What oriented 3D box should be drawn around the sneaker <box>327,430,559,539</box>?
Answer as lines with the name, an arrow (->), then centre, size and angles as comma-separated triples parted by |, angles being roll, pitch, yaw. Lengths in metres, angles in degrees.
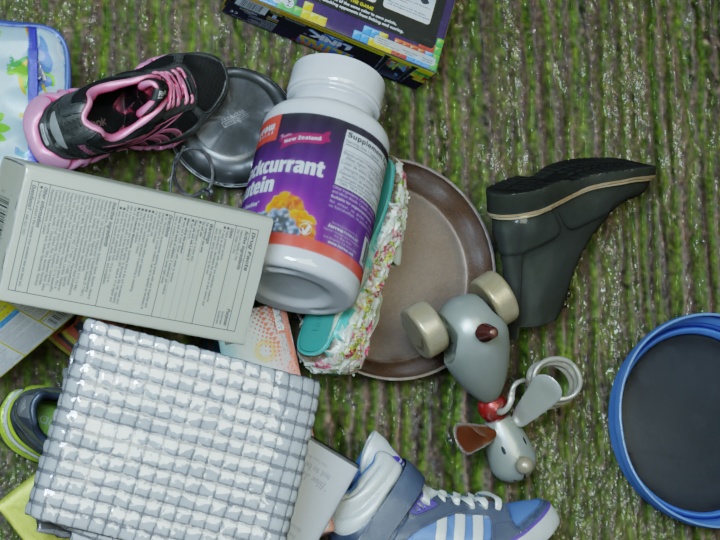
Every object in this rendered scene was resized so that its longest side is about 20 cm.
sneaker -> 0.064, 0.197, 1.415 | 0.199, 0.081, 0.147 | -23, 93, -16

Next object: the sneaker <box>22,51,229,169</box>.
sneaker -> -0.174, -0.137, 1.334 | 0.200, 0.095, 0.079 | -28, 96, -40

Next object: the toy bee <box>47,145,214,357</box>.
toy bee -> -0.181, -0.012, 1.334 | 0.130, 0.109, 0.201 | 19, 92, -29

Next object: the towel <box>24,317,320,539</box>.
towel -> -0.143, 0.138, 1.249 | 0.199, 0.086, 0.167 | 15, 85, -13

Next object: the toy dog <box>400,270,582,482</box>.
toy dog -> 0.119, 0.096, 1.413 | 0.132, 0.096, 0.200 | -46, 113, -4

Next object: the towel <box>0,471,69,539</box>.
towel -> -0.182, 0.154, 1.289 | 0.200, 0.018, 0.086 | -38, 95, -12

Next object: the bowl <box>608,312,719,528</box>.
bowl -> 0.324, 0.142, 1.538 | 0.199, 0.039, 0.202 | 4, 79, -18

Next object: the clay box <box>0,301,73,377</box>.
clay box -> -0.323, -0.007, 1.260 | 0.200, 0.115, 0.048 | 37, 33, -28

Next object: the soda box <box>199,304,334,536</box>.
soda box -> -0.081, 0.133, 1.386 | 0.068, 0.064, 0.201 | -10, 83, -20

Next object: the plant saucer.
plant saucer -> 0.024, 0.000, 1.462 | 0.199, 0.034, 0.202 | 4, 78, -19

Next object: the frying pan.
frying pan -> -0.107, -0.094, 1.421 | 0.114, 0.031, 0.191 | -4, 71, -8

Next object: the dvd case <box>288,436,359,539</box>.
dvd case -> -0.109, 0.209, 1.321 | 0.142, 0.018, 0.201 | 32, 81, -11

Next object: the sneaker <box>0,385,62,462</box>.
sneaker -> -0.199, 0.148, 1.333 | 0.199, 0.081, 0.074 | 20, 75, -15

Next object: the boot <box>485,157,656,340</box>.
boot -> 0.195, -0.026, 1.519 | 0.199, 0.077, 0.139 | -15, 108, -34

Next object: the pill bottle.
pill bottle -> -0.037, -0.074, 1.360 | 0.111, 0.111, 0.201 | 18, 67, -15

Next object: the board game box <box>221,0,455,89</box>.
board game box -> -0.008, -0.280, 1.489 | 0.199, 0.057, 0.166 | 21, 72, -14

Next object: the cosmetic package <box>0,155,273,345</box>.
cosmetic package -> -0.177, -0.014, 1.232 | 0.199, 0.073, 0.104 | 13, 93, -29

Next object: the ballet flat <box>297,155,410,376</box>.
ballet flat -> 0.000, 0.000, 1.410 | 0.064, 0.075, 0.201 | 33, 74, -43

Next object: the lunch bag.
lunch bag -> -0.313, -0.108, 1.341 | 0.160, 0.082, 0.201 | 3, 80, -21
